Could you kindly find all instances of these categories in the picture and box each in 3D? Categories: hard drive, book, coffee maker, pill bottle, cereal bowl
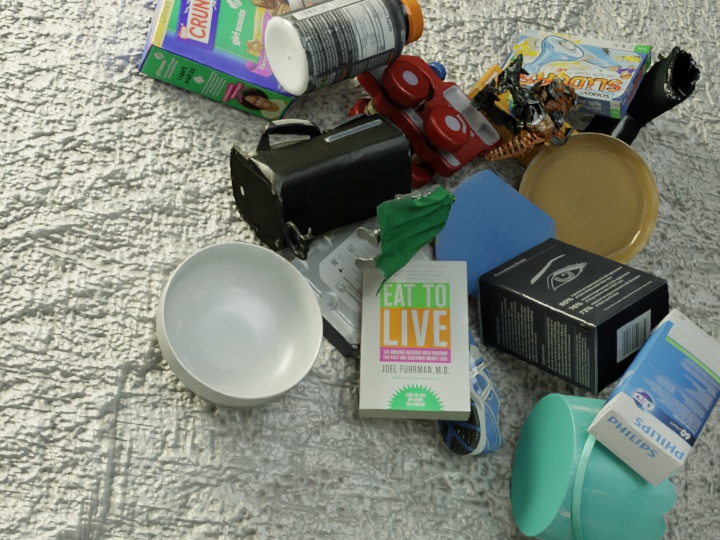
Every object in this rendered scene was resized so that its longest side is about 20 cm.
[{"bbox_3d":[0.000,0.000,1.577,0.140,0.038,0.200,46,57,3],"label":"hard drive"},{"bbox_3d":[0.066,0.085,1.503,0.134,0.048,0.200,2,62,-3],"label":"book"},{"bbox_3d":[-0.036,-0.102,1.527,0.200,0.135,0.192,-20,61,-24],"label":"coffee maker"},{"bbox_3d":[-0.015,-0.305,1.583,0.200,0.106,0.106,-24,76,-27],"label":"pill bottle"},{"bbox_3d":[-0.149,0.072,1.444,0.200,0.083,0.200,10,62,-19],"label":"cereal bowl"}]

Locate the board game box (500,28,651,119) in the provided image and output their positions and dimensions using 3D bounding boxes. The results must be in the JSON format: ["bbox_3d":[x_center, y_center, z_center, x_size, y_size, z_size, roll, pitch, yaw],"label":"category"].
[{"bbox_3d":[0.313,-0.293,1.803,0.200,0.034,0.135,13,52,25],"label":"board game box"}]

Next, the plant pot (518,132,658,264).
[{"bbox_3d":[0.320,-0.094,1.724,0.200,0.027,0.200,0,91,-1],"label":"plant pot"}]

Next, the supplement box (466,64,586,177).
[{"bbox_3d":[0.243,-0.206,1.774,0.200,0.069,0.067,37,55,-1],"label":"supplement box"}]

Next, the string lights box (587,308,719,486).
[{"bbox_3d":[0.359,0.146,1.432,0.103,0.059,0.200,40,49,6],"label":"string lights box"}]

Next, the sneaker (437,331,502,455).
[{"bbox_3d":[0.130,0.145,1.553,0.077,0.076,0.200,21,52,-45],"label":"sneaker"}]

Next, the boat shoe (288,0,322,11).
[{"bbox_3d":[-0.026,-0.361,1.667,0.200,0.067,0.074,0,83,-64],"label":"boat shoe"}]

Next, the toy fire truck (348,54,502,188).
[{"bbox_3d":[0.092,-0.221,1.693,0.200,0.112,0.168,49,43,4],"label":"toy fire truck"}]

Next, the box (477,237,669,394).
[{"bbox_3d":[0.272,0.053,1.572,0.148,0.104,0.200,-26,34,-32],"label":"box"}]

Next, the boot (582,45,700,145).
[{"bbox_3d":[0.416,-0.232,1.805,0.073,0.162,0.198,38,55,-17],"label":"boot"}]

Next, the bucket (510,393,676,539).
[{"bbox_3d":[0.280,0.250,1.487,0.135,0.207,0.207,13,60,-14],"label":"bucket"}]

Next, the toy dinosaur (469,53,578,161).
[{"bbox_3d":[0.230,-0.216,1.672,0.136,0.102,0.200,46,32,-5],"label":"toy dinosaur"}]

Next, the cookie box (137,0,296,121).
[{"bbox_3d":[-0.177,-0.311,1.629,0.200,0.075,0.171,18,59,-16],"label":"cookie box"}]

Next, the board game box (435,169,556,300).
[{"bbox_3d":[0.175,-0.036,1.658,0.200,0.039,0.158,33,77,-27],"label":"board game box"}]

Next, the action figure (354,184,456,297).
[{"bbox_3d":[0.063,-0.059,1.520,0.055,0.118,0.200,21,32,27],"label":"action figure"}]
